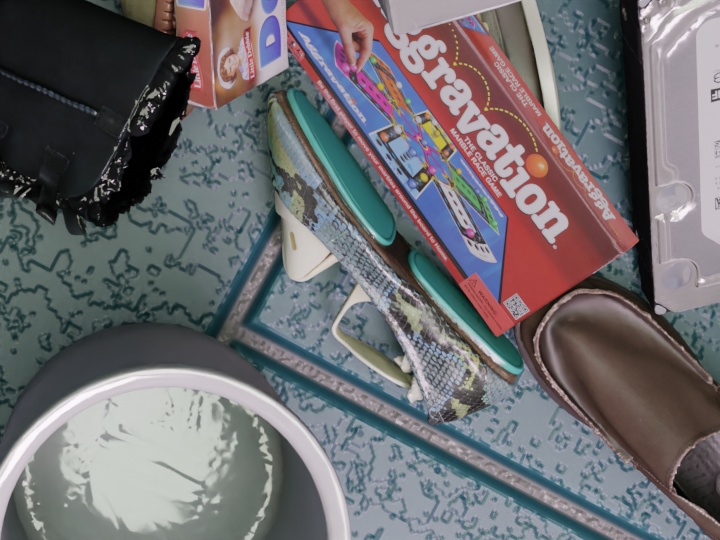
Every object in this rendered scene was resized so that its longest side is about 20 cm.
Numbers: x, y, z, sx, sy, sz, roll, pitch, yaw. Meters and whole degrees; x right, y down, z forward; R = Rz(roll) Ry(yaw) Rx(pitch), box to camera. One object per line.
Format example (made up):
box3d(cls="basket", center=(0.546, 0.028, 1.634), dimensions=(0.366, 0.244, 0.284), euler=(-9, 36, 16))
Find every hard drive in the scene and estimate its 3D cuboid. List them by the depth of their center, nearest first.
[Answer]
box3d(cls="hard drive", center=(0.206, -0.077, 1.275), dimensions=(0.139, 0.038, 0.200), euler=(-13, 129, -7))

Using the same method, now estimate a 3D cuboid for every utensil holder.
box3d(cls="utensil holder", center=(-0.100, 0.117, 1.222), dimensions=(0.169, 0.200, 0.171), euler=(-1, 96, -7))

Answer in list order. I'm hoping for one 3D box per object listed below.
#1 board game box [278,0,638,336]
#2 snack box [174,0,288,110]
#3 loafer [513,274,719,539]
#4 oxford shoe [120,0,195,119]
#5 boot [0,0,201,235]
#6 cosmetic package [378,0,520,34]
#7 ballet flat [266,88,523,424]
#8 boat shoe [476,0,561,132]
box3d(cls="board game box", center=(0.045, -0.071, 1.261), dimensions=(0.200, 0.103, 0.019), euler=(54, 44, 0))
box3d(cls="snack box", center=(-0.066, -0.185, 1.228), dimensions=(0.024, 0.072, 0.201), euler=(12, 118, 27))
box3d(cls="loafer", center=(0.166, 0.076, 1.316), dimensions=(0.200, 0.071, 0.073), euler=(41, 90, -10))
box3d(cls="oxford shoe", center=(-0.106, -0.175, 1.267), dimensions=(0.074, 0.071, 0.201), euler=(9, 102, 23))
box3d(cls="boot", center=(-0.151, -0.130, 1.224), dimensions=(0.162, 0.073, 0.199), euler=(29, 101, 15))
box3d(cls="cosmetic package", center=(0.031, -0.214, 1.201), dimensions=(0.106, 0.200, 0.090), euler=(-16, 133, -4))
box3d(cls="ballet flat", center=(0.000, 0.000, 1.292), dimensions=(0.074, 0.074, 0.200), euler=(-39, 96, -2))
box3d(cls="boat shoe", center=(0.061, -0.129, 1.281), dimensions=(0.060, 0.072, 0.202), euler=(-12, 91, -6))
